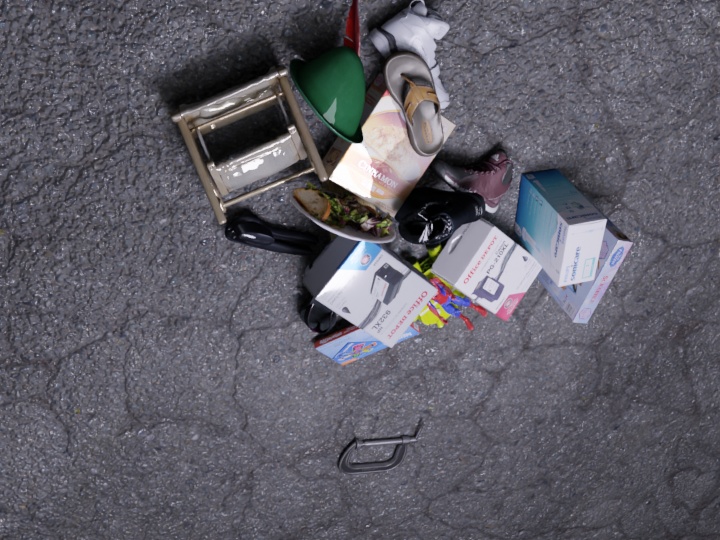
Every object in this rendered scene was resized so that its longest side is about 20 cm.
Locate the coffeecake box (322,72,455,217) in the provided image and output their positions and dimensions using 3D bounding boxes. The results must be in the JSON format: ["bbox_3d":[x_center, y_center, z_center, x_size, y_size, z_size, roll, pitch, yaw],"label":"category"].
[{"bbox_3d":[0.047,-0.222,1.557,0.153,0.073,0.200,28,102,-29],"label":"coffeecake box"}]

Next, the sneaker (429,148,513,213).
[{"bbox_3d":[0.222,-0.197,1.678,0.200,0.076,0.116,27,106,-44],"label":"sneaker"}]

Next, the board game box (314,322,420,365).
[{"bbox_3d":[0.014,0.139,1.815,0.199,0.020,0.103,-25,140,26],"label":"board game box"}]

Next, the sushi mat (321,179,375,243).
[{"bbox_3d":[-0.014,-0.092,1.630,0.095,0.012,0.201,-10,97,-12],"label":"sushi mat"}]

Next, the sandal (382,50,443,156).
[{"bbox_3d":[0.098,-0.276,1.473,0.081,0.055,0.201,-22,121,-6],"label":"sandal"}]

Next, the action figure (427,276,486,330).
[{"bbox_3d":[0.189,0.076,1.768,0.200,0.099,0.065,31,107,-37],"label":"action figure"}]

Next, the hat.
[{"bbox_3d":[-0.002,-0.333,1.400,0.176,0.166,0.200,-37,106,22],"label":"hat"}]

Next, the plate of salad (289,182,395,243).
[{"bbox_3d":[-0.027,-0.106,1.519,0.199,0.200,0.048,12,113,-28],"label":"plate of salad"}]

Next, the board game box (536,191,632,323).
[{"bbox_3d":[0.446,-0.031,1.796,0.041,0.200,0.200,6,123,-27],"label":"board game box"}]

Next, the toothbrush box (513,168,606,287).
[{"bbox_3d":[0.390,-0.087,1.733,0.085,0.200,0.147,-10,127,-14],"label":"toothbrush box"}]

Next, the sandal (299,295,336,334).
[{"bbox_3d":[-0.081,0.088,1.720,0.075,0.048,0.201,13,156,-4],"label":"sandal"}]

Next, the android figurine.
[{"bbox_3d":[0.155,0.034,1.814,0.182,0.041,0.201,-35,129,-15],"label":"android figurine"}]

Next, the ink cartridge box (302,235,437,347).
[{"bbox_3d":[0.019,0.028,1.601,0.200,0.084,0.145,35,98,-32],"label":"ink cartridge box"}]

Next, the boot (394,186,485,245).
[{"bbox_3d":[0.110,-0.100,1.592,0.168,0.199,0.077,-26,113,-53],"label":"boot"}]

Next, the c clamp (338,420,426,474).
[{"bbox_3d":[0.046,0.425,2.090,0.199,0.027,0.171,-5,131,-20],"label":"c clamp"}]

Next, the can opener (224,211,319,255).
[{"bbox_3d":[-0.164,-0.058,1.630,0.199,0.079,0.063,14,127,-44],"label":"can opener"}]

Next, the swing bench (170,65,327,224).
[{"bbox_3d":[-0.184,-0.213,1.456,0.198,0.130,0.201,-22,105,-3],"label":"swing bench"}]

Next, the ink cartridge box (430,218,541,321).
[{"bbox_3d":[0.260,-0.006,1.783,0.200,0.084,0.145,31,93,-42],"label":"ink cartridge box"}]

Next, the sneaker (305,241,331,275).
[{"bbox_3d":[0.000,0.000,1.714,0.199,0.075,0.115,20,116,-31],"label":"sneaker"}]

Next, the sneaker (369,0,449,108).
[{"bbox_3d":[0.116,-0.370,1.497,0.115,0.075,0.200,-41,125,14],"label":"sneaker"}]
